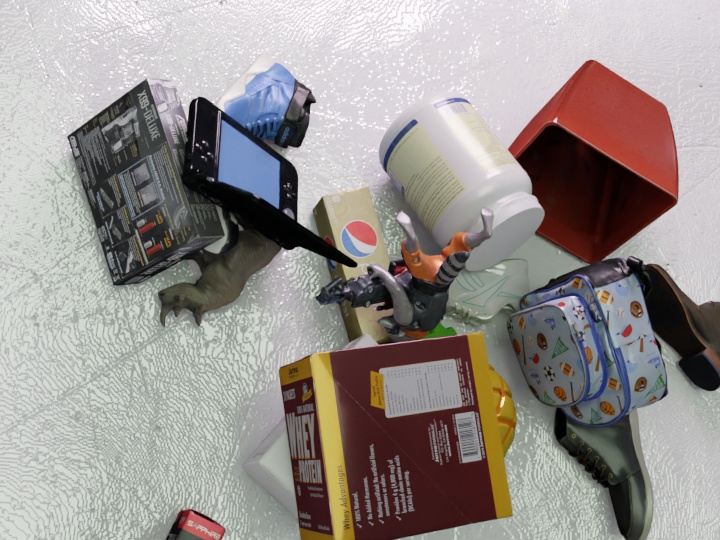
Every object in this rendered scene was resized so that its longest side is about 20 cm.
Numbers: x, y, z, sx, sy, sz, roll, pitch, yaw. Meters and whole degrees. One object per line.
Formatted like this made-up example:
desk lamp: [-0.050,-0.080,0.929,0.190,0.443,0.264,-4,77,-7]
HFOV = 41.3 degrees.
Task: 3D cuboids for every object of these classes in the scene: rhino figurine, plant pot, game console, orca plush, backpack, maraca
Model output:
rhino figurine: [-0.176,-0.004,1.186,0.087,0.060,0.200,42,71,1]
plant pot: [0.312,-0.162,1.308,0.199,0.200,0.177,30,57,-7]
game console: [-0.099,-0.101,1.109,0.200,0.116,0.177,35,47,-49]
orca plush: [-0.206,-0.094,1.175,0.199,0.071,0.106,32,111,28]
backpack: [0.290,0.098,1.201,0.153,0.200,0.192,-26,88,-20]
maraca: [0.127,0.154,1.205,0.201,0.107,0.137,61,30,3]

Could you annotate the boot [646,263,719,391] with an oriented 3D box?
boot: [0.472,0.063,1.361,0.097,0.075,0.201,-33,94,-33]

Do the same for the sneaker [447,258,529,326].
sneaker: [0.140,0.033,1.264,0.199,0.070,0.081,-6,81,-18]

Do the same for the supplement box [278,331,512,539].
supplement box: [0.033,0.183,1.032,0.198,0.133,0.199,-5,81,-20]

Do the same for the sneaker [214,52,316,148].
sneaker: [-0.126,-0.188,1.221,0.111,0.077,0.200,33,48,-4]

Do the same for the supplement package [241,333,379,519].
supplement package: [-0.028,0.195,1.146,0.120,0.121,0.200,43,68,-4]

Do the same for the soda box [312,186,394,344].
soda box: [0.000,0.000,1.234,0.067,0.064,0.202,-13,80,-19]

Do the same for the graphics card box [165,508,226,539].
graphics card box: [-0.218,0.364,1.046,0.051,0.125,0.201,29,70,-8]

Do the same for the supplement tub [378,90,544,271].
supplement tub: [0.130,-0.114,1.232,0.144,0.145,0.201,-25,66,-20]

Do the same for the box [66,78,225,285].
box: [-0.259,-0.103,1.136,0.050,0.157,0.201,-7,75,-56]

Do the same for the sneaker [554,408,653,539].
sneaker: [0.317,0.260,1.263,0.105,0.075,0.202,0,67,-11]

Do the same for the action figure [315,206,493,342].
action figure: [0.057,0.019,1.111,0.199,0.194,0.105,-16,52,-29]
